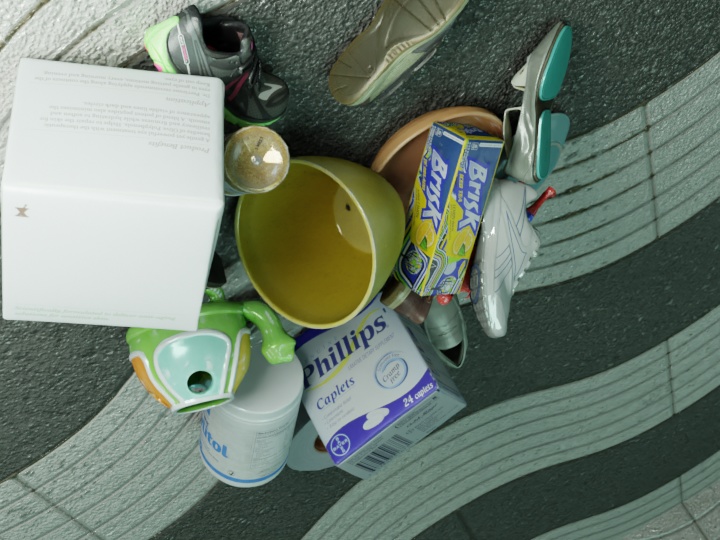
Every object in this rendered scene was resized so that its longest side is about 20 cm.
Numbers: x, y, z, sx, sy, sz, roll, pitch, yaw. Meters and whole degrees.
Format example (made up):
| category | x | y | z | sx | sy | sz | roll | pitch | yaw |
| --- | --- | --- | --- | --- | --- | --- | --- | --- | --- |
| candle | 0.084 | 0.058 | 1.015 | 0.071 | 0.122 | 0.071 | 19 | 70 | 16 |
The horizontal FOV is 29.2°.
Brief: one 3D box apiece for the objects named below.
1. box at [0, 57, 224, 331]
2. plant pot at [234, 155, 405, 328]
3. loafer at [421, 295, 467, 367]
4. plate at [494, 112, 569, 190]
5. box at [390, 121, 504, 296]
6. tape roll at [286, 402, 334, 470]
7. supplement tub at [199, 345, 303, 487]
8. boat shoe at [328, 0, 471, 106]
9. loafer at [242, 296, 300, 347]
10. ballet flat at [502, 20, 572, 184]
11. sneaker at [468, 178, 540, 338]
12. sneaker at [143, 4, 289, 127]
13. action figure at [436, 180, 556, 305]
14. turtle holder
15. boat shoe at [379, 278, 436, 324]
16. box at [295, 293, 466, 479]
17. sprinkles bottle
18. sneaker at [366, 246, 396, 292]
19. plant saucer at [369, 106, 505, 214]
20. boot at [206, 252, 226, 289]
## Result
| category | x | y | z | sx | sy | sz | roll | pitch | yaw |
| --- | --- | --- | --- | --- | --- | --- | --- | --- | --- |
| box | -0.239 | -0.069 | 1.327 | 0.198 | 0.172 | 0.200 | 4 | 140 | -11 |
| plant pot | -0.026 | -0.050 | 1.617 | 0.142 | 0.200 | 0.200 | -28 | 158 | -50 |
| loafer | 0.123 | 0.078 | 2.014 | 0.070 | 0.070 | 0.200 | -30 | 150 | -3 |
| plate | 0.206 | -0.123 | 1.805 | 0.200 | 0.026 | 0.200 | -36 | 160 | -16 |
| box | 0.102 | -0.073 | 1.650 | 0.070 | 0.064 | 0.201 | -2 | 115 | -41 |
| tape roll | -0.038 | 0.220 | 2.098 | 0.200 | 0.066 | 0.201 | -23 | 148 | -15 |
| supplement tub | -0.152 | 0.196 | 1.895 | 0.131 | 0.132 | 0.200 | -17 | 146 | -23 |
| boat shoe | 0.051 | -0.252 | 1.487 | 0.201 | 0.072 | 0.066 | -43 | 158 | 20 |
| loafer | -0.131 | 0.069 | 1.788 | 0.199 | 0.070 | 0.070 | -24 | 143 | -12 |
| ballet flat | 0.207 | -0.206 | 1.675 | 0.067 | 0.063 | 0.201 | -17 | 119 | -58 |
| sneaker | 0.178 | -0.017 | 1.685 | 0.087 | 0.201 | 0.075 | 2 | -179 | -9 |
| sneaker | -0.127 | -0.204 | 1.384 | 0.084 | 0.077 | 0.200 | -38 | 151 | 19 |
| action figure | 0.162 | -0.034 | 1.764 | 0.200 | 0.065 | 0.099 | -50 | 178 | -4 |
| turtle holder | -0.188 | 0.099 | 1.678 | 0.185 | 0.132 | 0.141 | -5 | 163 | -35 |
| boat shoe | 0.085 | 0.008 | 1.800 | 0.072 | 0.072 | 0.200 | -48 | -174 | 28 |
| box | 0.013 | 0.149 | 1.904 | 0.184 | 0.200 | 0.105 | -38 | 148 | 12 |
| sprinkles bottle | -0.121 | -0.112 | 1.428 | 0.068 | 0.069 | 0.200 | -25 | -172 | -11 |
| sneaker | 0.000 | 0.000 | 1.766 | 0.074 | 0.080 | 0.200 | -1 | 157 | -22 |
| plant saucer | 0.089 | -0.134 | 1.720 | 0.199 | 0.038 | 0.201 | -23 | 150 | -14 |
| boot | -0.268 | 0.008 | 1.587 | 0.199 | 0.078 | 0.138 | 21 | 129 | -41 |
